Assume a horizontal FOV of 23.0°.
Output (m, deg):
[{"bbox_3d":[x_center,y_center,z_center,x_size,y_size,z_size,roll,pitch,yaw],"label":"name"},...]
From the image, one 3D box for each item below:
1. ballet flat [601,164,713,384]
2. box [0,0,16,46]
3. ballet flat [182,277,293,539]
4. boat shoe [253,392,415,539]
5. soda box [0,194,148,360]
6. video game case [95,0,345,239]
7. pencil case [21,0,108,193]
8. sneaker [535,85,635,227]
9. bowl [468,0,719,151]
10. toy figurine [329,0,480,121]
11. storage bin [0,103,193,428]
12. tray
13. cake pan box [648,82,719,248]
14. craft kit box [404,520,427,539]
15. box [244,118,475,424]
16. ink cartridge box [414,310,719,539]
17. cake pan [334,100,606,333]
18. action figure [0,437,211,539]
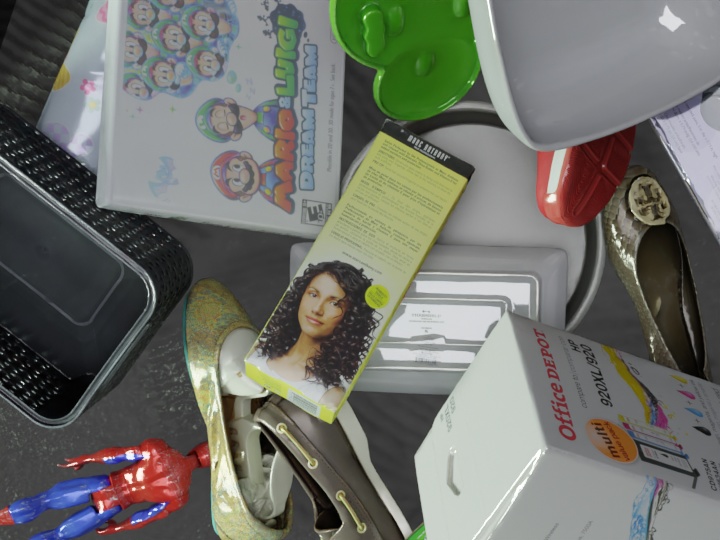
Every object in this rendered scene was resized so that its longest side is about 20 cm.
[{"bbox_3d":[0.218,0.023,1.251,0.067,0.046,0.201,-13,93,-28],"label":"ballet flat"},{"bbox_3d":[-0.301,-0.230,1.253,0.086,0.164,0.201,20,93,5],"label":"box"},{"bbox_3d":[-0.082,0.104,1.284,0.070,0.071,0.201,-6,94,6],"label":"ballet flat"},{"bbox_3d":[-0.009,0.167,1.258,0.059,0.072,0.201,-32,109,-17],"label":"boat shoe"},{"bbox_3d":[-0.241,-0.014,1.298,0.200,0.071,0.063,33,98,3],"label":"soda box"},{"bbox_3d":[-0.093,-0.130,1.236,0.181,0.024,0.201,8,80,-31],"label":"video game case"},{"bbox_3d":[-0.175,-0.132,1.283,0.090,0.083,0.201,22,95,-10],"label":"pencil case"},{"bbox_3d":[0.130,-0.121,1.237,0.115,0.078,0.201,2,61,35],"label":"sneaker"},{"bbox_3d":[0.148,-0.194,1.124,0.199,0.075,0.201,-23,116,-21],"label":"bowl"},{"bbox_3d":[0.015,-0.236,1.231,0.149,0.200,0.184,-18,53,-14],"label":"toy figurine"},{"bbox_3d":[-0.232,-0.006,1.212,0.200,0.094,0.135,38,105,1],"label":"storage bin"},{"bbox_3d":[0.046,0.035,1.256,0.199,0.022,0.108,2,93,6],"label":"tray"},{"bbox_3d":[0.321,-0.085,1.247,0.184,0.052,0.201,-31,88,8],"label":"cake pan box"},{"bbox_3d":[0.058,0.297,1.257,0.197,0.049,0.200,-43,109,9],"label":"craft kit box"},{"bbox_3d":[0.000,0.000,1.215,0.075,0.050,0.201,28,74,4],"label":"box"},{"bbox_3d":[0.158,0.148,1.170,0.199,0.147,0.145,19,120,-19],"label":"ink cartridge box"},{"bbox_3d":[0.078,-0.022,1.281,0.199,0.037,0.201,0,92,6],"label":"cake pan"},{"bbox_3d":[-0.197,0.169,1.312,0.199,0.052,0.066,-21,95,2],"label":"action figure"}]
